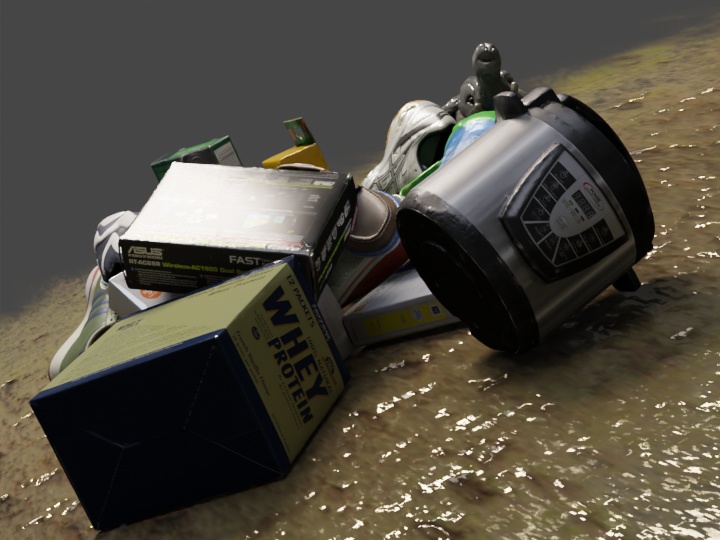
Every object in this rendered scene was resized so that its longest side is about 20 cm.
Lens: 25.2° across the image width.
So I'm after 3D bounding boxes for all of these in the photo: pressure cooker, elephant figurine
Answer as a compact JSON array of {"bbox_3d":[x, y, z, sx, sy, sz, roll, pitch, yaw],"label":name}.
[{"bbox_3d":[0.151,-0.049,1.381,0.200,0.176,0.179,-37,55,-15],"label":"pressure cooker"},{"bbox_3d":[0.160,-0.178,1.902,0.155,0.200,0.142,-13,16,41],"label":"elephant figurine"}]

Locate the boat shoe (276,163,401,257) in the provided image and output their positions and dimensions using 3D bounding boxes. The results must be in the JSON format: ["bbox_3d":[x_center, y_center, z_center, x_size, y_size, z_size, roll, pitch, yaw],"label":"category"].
[{"bbox_3d":[-0.028,-0.066,1.691,0.200,0.072,0.072,21,85,53],"label":"boat shoe"}]

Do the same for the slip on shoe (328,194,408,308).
[{"bbox_3d":[0.000,0.000,1.729,0.200,0.061,0.074,-44,42,23],"label":"slip on shoe"}]

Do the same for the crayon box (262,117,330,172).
[{"bbox_3d":[-0.054,-0.075,1.856,0.051,0.200,0.127,-26,7,-10],"label":"crayon box"}]

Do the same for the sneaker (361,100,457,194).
[{"bbox_3d":[0.055,-0.098,1.884,0.076,0.200,0.088,11,13,-37],"label":"sneaker"}]

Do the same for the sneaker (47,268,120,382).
[{"bbox_3d":[-0.297,0.063,1.958,0.090,0.067,0.200,5,61,46],"label":"sneaker"}]

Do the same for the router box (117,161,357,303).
[{"bbox_3d":[-0.116,-0.038,1.582,0.200,0.062,0.150,5,35,16],"label":"router box"}]

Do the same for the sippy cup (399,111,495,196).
[{"bbox_3d":[0.134,-0.085,1.763,0.178,0.140,0.130,-48,3,45],"label":"sippy cup"}]

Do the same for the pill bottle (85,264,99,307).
[{"bbox_3d":[-0.246,0.017,2.070,0.200,0.109,0.109,-18,14,29],"label":"pill bottle"}]

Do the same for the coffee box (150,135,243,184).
[{"bbox_3d":[-0.179,-0.067,2.086,0.123,0.200,0.044,-11,20,42],"label":"coffee box"}]

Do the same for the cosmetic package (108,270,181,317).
[{"bbox_3d":[-0.159,0.023,1.810,0.151,0.052,0.200,37,52,27],"label":"cosmetic package"}]

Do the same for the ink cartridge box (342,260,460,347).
[{"bbox_3d":[0.111,0.003,1.612,0.200,0.047,0.198,-13,14,37],"label":"ink cartridge box"}]

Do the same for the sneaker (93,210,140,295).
[{"bbox_3d":[-0.226,-0.030,1.877,0.199,0.079,0.130,-18,43,15],"label":"sneaker"}]

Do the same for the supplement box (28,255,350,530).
[{"bbox_3d":[-0.146,0.107,1.440,0.200,0.134,0.200,-19,14,22],"label":"supplement box"}]

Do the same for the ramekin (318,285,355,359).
[{"bbox_3d":[-0.113,0.062,1.635,0.200,0.105,0.200,-23,12,5],"label":"ramekin"}]
